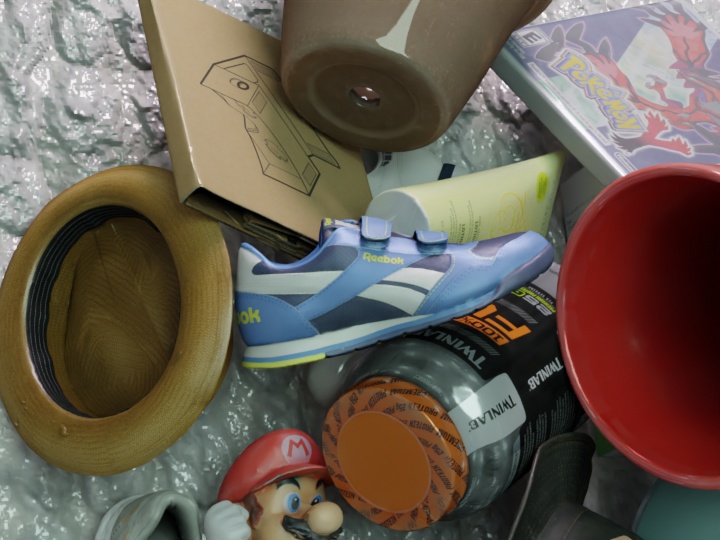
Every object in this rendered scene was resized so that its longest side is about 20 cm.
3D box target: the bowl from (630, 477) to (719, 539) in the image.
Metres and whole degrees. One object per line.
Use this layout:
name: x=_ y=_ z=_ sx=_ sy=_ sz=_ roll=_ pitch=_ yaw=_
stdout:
bowl: x=0.247 y=0.189 z=1.673 sx=0.200 sy=0.105 sz=0.201 roll=-18 pitch=115 yaw=-43

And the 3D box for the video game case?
video game case: x=0.207 y=-0.111 z=1.751 sx=0.182 sy=0.023 sz=0.200 roll=-14 pitch=46 yaw=-33

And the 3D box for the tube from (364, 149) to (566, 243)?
tube: x=0.077 y=-0.036 z=1.666 sx=0.200 sy=0.058 sz=0.052 roll=-10 pitch=69 yaw=-56

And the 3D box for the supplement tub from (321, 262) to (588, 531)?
supplement tub: x=0.068 y=0.079 z=1.622 sx=0.123 sy=0.122 sz=0.200 roll=53 pitch=40 yaw=1

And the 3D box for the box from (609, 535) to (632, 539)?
box: x=0.082 y=0.242 z=1.523 sx=0.199 sy=0.032 sz=0.122 roll=-15 pitch=107 yaw=-17

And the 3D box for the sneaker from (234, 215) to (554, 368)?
sneaker: x=0.017 y=0.001 z=1.540 sx=0.199 sy=0.074 sz=0.083 roll=-15 pitch=87 yaw=-5

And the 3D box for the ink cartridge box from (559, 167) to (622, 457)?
ink cartridge box: x=0.227 y=0.020 z=1.753 sx=0.146 sy=0.084 sz=0.201 roll=-2 pitch=75 yaw=-21

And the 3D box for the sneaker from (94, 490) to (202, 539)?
sneaker: x=-0.125 y=0.228 z=1.556 sx=0.075 sy=0.092 sz=0.201 roll=0 pitch=74 yaw=-19

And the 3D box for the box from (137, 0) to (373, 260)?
box: x=-0.062 y=-0.087 z=1.634 sx=0.163 sy=0.021 sz=0.200 roll=25 pitch=34 yaw=-35

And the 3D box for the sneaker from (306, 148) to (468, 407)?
sneaker: x=0.000 y=0.000 z=1.690 sx=0.080 sy=0.076 sz=0.200 roll=27 pitch=59 yaw=-3

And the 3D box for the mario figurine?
mario figurine: x=-0.036 y=0.196 z=1.585 sx=0.106 sy=0.123 sz=0.201 roll=-5 pitch=80 yaw=8

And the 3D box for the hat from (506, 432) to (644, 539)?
hat: x=0.135 y=0.205 z=1.607 sx=0.081 sy=0.201 sz=0.201 roll=16 pitch=65 yaw=22

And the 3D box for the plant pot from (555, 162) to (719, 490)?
plant pot: x=0.250 y=0.022 z=1.602 sx=0.177 sy=0.200 sz=0.201 roll=-12 pitch=77 yaw=-49

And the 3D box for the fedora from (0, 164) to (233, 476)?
fedora: x=-0.139 y=0.035 z=1.598 sx=0.082 sy=0.200 sz=0.201 roll=27 pitch=60 yaw=-54

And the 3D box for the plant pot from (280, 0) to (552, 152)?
plant pot: x=0.027 y=-0.178 z=1.661 sx=0.200 sy=0.200 sz=0.175 roll=26 pitch=57 yaw=-11
